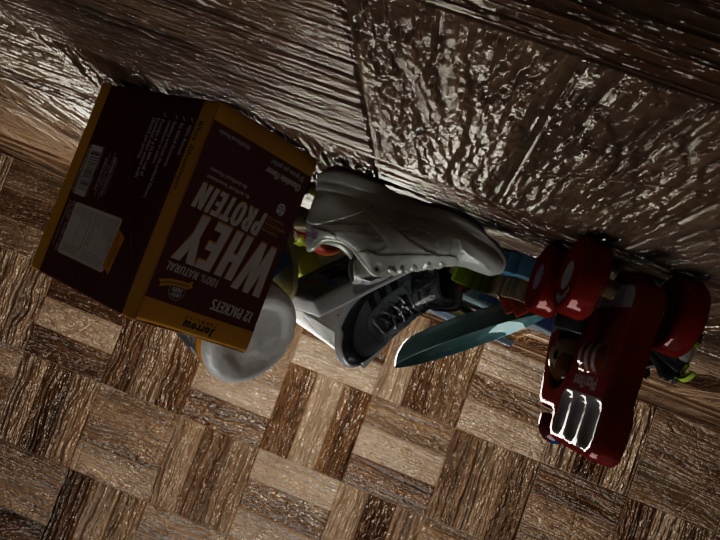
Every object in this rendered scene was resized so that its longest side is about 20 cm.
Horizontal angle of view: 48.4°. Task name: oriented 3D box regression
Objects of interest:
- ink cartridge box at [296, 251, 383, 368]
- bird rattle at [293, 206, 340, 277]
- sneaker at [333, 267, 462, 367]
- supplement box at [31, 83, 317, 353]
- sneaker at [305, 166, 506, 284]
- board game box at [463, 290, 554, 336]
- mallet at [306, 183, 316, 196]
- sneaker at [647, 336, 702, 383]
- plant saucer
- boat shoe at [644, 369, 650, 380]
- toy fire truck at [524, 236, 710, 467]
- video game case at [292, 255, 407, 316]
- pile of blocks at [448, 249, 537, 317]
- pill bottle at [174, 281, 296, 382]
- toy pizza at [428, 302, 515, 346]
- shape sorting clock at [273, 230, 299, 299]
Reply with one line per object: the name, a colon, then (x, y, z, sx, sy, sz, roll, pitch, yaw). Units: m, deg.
ink cartridge box: (-0.019, 0.031, 1.152, 0.199, 0.148, 0.086, 29, 159, 50)
bird rattle: (-0.069, -0.063, 1.062, 0.160, 0.115, 0.200, 5, 163, 11)
sneaker: (0.054, 0.042, 0.996, 0.076, 0.200, 0.113, 52, 156, -23)
supplement box: (-0.181, -0.055, 0.773, 0.198, 0.200, 0.132, 18, 175, 41)
sneaker: (0.040, -0.023, 0.763, 0.197, 0.101, 0.075, 20, 174, -4)
board game box: (0.185, 0.036, 1.163, 0.199, 0.044, 0.198, 25, 175, -43)
mallet: (-0.042, -0.082, 0.884, 0.198, 0.042, 0.066, 24, 175, 33)
sneaker: (0.280, 0.074, 0.894, 0.071, 0.084, 0.199, 24, 175, -38)
plant saucer: (0.132, 0.077, 0.992, 0.197, 0.028, 0.200, -17, 167, -4)
boat shoe: (0.362, 0.112, 1.138, 0.060, 0.075, 0.200, -24, 136, 20)
toy fire truck: (0.198, 0.072, 0.693, 0.111, 0.170, 0.200, 21, 176, -3)
video game case: (0.000, 0.000, 0.957, 0.024, 0.180, 0.200, 67, 164, -10)
pile of blocks: (0.155, 0.013, 0.892, 0.081, 0.063, 0.199, 24, 175, -37)
pill bottle: (-0.168, 0.025, 0.897, 0.116, 0.117, 0.199, 25, -171, -49)
toy pizza: (0.148, 0.064, 1.226, 0.197, 0.032, 0.200, 24, 179, 1)
shape sorting clock: (-0.131, -0.052, 0.930, 0.200, 0.039, 0.202, 44, 150, 34)
